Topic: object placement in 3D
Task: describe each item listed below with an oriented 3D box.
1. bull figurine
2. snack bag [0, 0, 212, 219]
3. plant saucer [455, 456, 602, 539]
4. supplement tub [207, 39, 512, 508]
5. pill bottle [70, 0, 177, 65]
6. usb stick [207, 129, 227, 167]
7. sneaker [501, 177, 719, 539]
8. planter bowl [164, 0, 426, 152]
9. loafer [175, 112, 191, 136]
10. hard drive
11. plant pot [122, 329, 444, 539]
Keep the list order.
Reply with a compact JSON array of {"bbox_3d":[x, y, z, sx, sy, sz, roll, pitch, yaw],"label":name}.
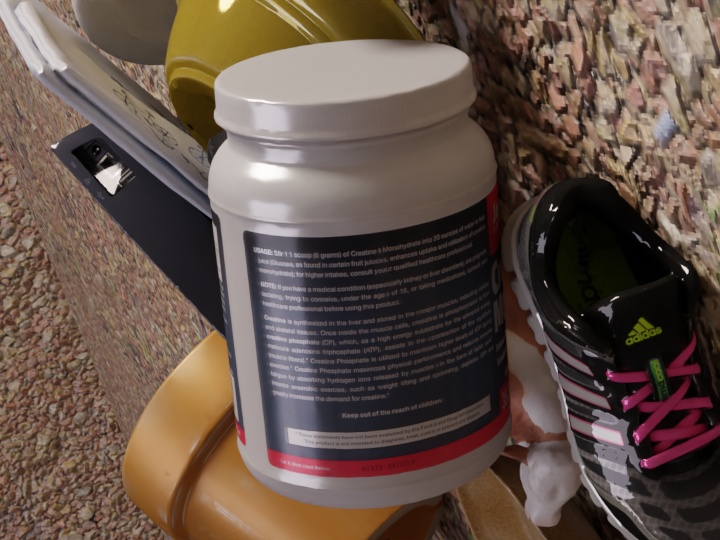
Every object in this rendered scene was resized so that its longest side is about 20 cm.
[{"bbox_3d":[0.068,0.044,1.007,0.201,0.065,0.121,65,166,2],"label":"bull figurine"},{"bbox_3d":[-0.135,-0.098,1.045,0.188,0.021,0.200,39,-173,-35],"label":"snack bag"},{"bbox_3d":[0.119,0.183,1.077,0.201,0.035,0.200,57,168,18],"label":"plant saucer"},{"bbox_3d":[0.000,0.000,0.883,0.140,0.139,0.202,-145,46,-61],"label":"supplement tub"},{"bbox_3d":[-0.141,-0.238,1.154,0.120,0.119,0.201,85,168,-51],"label":"pill bottle"},{"bbox_3d":[-0.021,0.003,0.990,0.200,0.033,0.055,55,174,-31],"label":"usb stick"},{"bbox_3d":[0.123,0.042,0.806,0.088,0.073,0.201,93,154,-71],"label":"sneaker"},{"bbox_3d":[-0.047,-0.102,1.006,0.200,0.084,0.201,36,159,16],"label":"planter bowl"},{"bbox_3d":[-0.096,-0.152,1.268,0.072,0.072,0.201,61,155,30],"label":"loafer"},{"bbox_3d":[-0.083,-0.005,1.055,0.200,0.042,0.135,46,-175,15],"label":"hard drive"},{"bbox_3d":[-0.043,0.153,1.348,0.183,0.200,0.201,40,155,24],"label":"plant pot"}]
